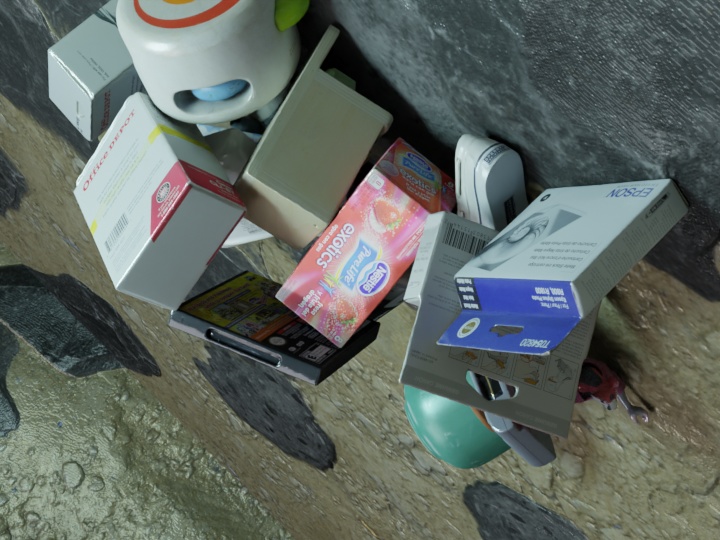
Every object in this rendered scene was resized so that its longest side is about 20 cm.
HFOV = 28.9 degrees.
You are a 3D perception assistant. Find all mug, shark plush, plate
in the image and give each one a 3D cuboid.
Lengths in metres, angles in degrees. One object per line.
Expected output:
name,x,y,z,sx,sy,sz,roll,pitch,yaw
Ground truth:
mug,0.123,0.159,1.744,0.152,0.114,0.185,48,-164,-27
shark plush,-0.101,-0.164,1.736,0.083,0.091,0.201,5,139,13
plate,-0.159,-0.085,1.662,0.199,0.033,0.200,-12,145,36

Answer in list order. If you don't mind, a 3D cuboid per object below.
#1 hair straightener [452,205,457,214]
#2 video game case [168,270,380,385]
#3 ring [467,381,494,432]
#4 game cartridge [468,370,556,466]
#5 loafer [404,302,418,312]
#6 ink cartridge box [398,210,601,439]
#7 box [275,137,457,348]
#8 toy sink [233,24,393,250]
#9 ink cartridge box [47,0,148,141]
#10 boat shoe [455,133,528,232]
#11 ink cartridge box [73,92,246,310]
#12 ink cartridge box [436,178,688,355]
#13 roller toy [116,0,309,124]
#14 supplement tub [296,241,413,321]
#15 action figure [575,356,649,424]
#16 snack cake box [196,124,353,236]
hair straightener,0.109,-0.023,1.557,0.200,0.077,0.041,47,133,2
video game case,-0.091,0.061,1.564,0.180,0.200,0.026,21,108,14
ring,0.113,0.082,1.526,0.201,0.019,0.201,58,-167,-23
game cartridge,0.148,0.107,1.491,0.133,0.040,0.201,39,-153,-50
loafer,0.072,0.011,1.738,0.200,0.063,0.072,10,100,56
ink cartridge box,0.137,0.056,1.402,0.199,0.177,0.045,20,169,-20
box,0.010,-0.029,1.502,0.094,0.103,0.200,38,119,-2
toy sink,-0.045,-0.140,1.520,0.112,0.201,0.130,31,160,-8
ink cartridge box,-0.281,-0.268,1.700,0.083,0.200,0.147,45,159,4
boat shoe,0.132,-0.059,1.462,0.066,0.072,0.201,37,157,36
ink cartridge box,-0.221,-0.078,1.514,0.083,0.145,0.200,22,-157,-38
ink cartridge box,0.173,-0.006,1.291,0.041,0.200,0.199,53,158,-18
roller toy,-0.162,-0.256,1.512,0.199,0.182,0.140,31,156,35
supplement tub,0.000,0.000,1.680,0.123,0.123,0.200,48,141,-3
action figure,0.235,0.118,1.580,0.200,0.133,0.150,-13,91,66
snack cake box,-0.108,-0.106,1.713,0.198,0.068,0.115,10,155,2
